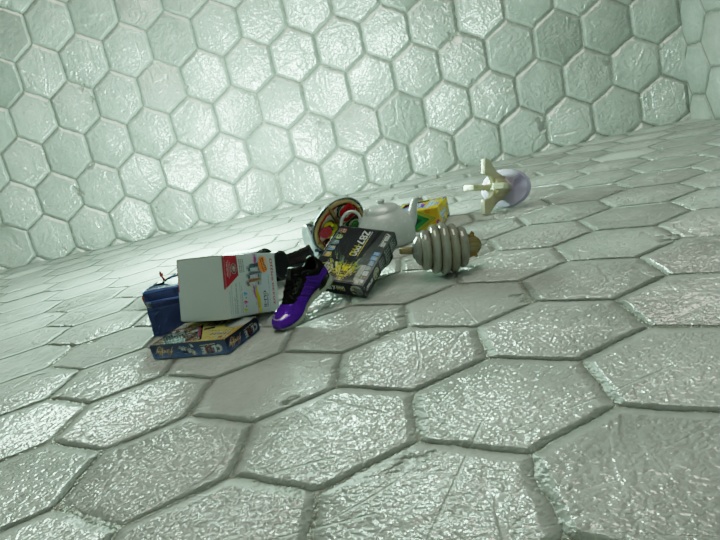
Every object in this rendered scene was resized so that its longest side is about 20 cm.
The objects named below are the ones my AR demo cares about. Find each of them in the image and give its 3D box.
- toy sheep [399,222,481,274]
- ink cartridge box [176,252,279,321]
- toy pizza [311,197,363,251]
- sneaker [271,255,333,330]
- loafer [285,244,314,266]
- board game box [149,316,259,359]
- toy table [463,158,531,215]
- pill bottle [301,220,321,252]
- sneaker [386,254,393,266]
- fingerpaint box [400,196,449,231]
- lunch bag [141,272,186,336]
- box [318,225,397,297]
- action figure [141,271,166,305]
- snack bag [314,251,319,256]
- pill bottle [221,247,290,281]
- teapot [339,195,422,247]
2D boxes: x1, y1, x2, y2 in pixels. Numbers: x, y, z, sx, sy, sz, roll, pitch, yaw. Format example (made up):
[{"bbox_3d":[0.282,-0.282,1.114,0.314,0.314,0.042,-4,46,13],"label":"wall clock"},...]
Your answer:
[{"bbox_3d":[0.191,-0.052,1.546,0.199,0.139,0.138,-9,13,-2],"label":"toy sheep"},{"bbox_3d":[-0.307,0.036,1.523,0.144,0.146,0.200,-5,1,27],"label":"ink cartridge box"},{"bbox_3d":[-0.065,-0.139,2.054,0.200,0.201,0.032,-21,45,-31],"label":"toy pizza"},{"bbox_3d":[-0.146,0.042,1.448,0.069,0.100,0.200,4,43,37],"label":"sneaker"},{"bbox_3d":[-0.226,-0.038,1.932,0.199,0.063,0.072,-7,15,22],"label":"loafer"},{"bbox_3d":[-0.342,0.148,1.427,0.199,0.035,0.135,-7,14,24],"label":"board game box"},{"bbox_3d":[0.451,-0.278,2.159,0.117,0.185,0.200,-3,-7,-36],"label":"toy table"},{"bbox_3d":[-0.088,-0.129,2.169,0.199,0.107,0.106,-18,14,-20],"label":"pill bottle"},{"bbox_3d":[0.000,0.000,1.656,0.199,0.074,0.079,-24,26,-18],"label":"sneaker"},{"bbox_3d":[0.206,-0.191,2.214,0.166,0.074,0.200,-8,14,19],"label":"fingerpaint box"},{"bbox_3d":[-0.438,0.069,1.630,0.199,0.133,0.136,-14,13,-1],"label":"lunch bag"},{"bbox_3d":[-0.019,-0.025,1.591,0.161,0.049,0.200,10,47,26],"label":"box"},{"bbox_3d":[-0.609,0.033,2.028,0.065,0.099,0.200,-7,12,18],"label":"action figure"},{"bbox_3d":[-0.229,-0.014,2.012,0.199,0.022,0.189,-12,14,4],"label":"snack bag"},{"bbox_3d":[-0.306,-0.006,1.856,0.199,0.112,0.112,-6,15,28],"label":"pill bottle"},{"bbox_3d":[0.070,-0.150,2.019,0.197,0.147,0.200,-1,19,43],"label":"teapot"}]
